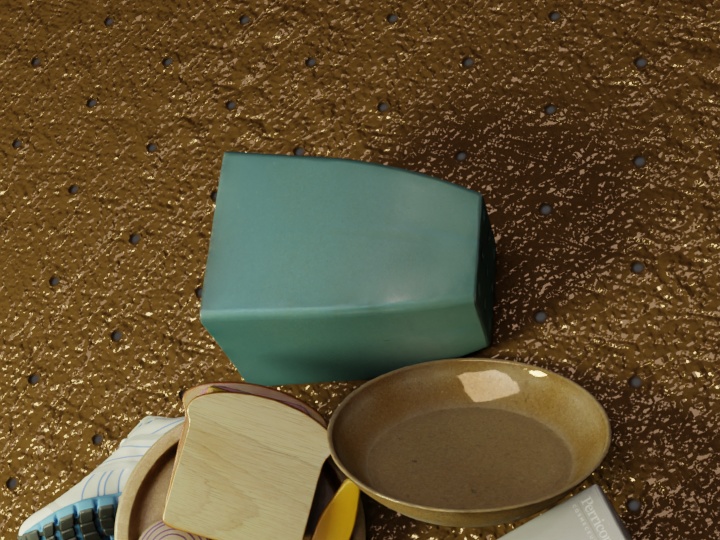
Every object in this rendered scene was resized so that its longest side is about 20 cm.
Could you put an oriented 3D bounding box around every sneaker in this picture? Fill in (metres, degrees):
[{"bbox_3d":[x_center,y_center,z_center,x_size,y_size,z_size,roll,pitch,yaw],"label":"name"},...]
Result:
[{"bbox_3d":[-0.176,0.163,1.110,0.199,0.075,0.087,-23,48,-7],"label":"sneaker"}]

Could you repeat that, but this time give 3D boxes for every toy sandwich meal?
[{"bbox_3d":[-0.084,0.183,1.020,0.204,0.070,0.207,0,80,-2],"label":"toy sandwich meal"}]

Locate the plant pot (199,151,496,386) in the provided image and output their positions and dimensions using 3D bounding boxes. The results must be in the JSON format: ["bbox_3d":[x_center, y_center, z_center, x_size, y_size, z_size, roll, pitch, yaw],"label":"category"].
[{"bbox_3d":[0.000,0.000,1.086,0.199,0.141,0.142,-1,64,13],"label":"plant pot"}]

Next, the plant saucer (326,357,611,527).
[{"bbox_3d":[0.076,0.125,0.998,0.199,0.036,0.200,-3,25,1],"label":"plant saucer"}]

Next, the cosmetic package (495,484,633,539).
[{"bbox_3d":[0.105,0.242,0.946,0.199,0.090,0.107,-34,59,6],"label":"cosmetic package"}]
